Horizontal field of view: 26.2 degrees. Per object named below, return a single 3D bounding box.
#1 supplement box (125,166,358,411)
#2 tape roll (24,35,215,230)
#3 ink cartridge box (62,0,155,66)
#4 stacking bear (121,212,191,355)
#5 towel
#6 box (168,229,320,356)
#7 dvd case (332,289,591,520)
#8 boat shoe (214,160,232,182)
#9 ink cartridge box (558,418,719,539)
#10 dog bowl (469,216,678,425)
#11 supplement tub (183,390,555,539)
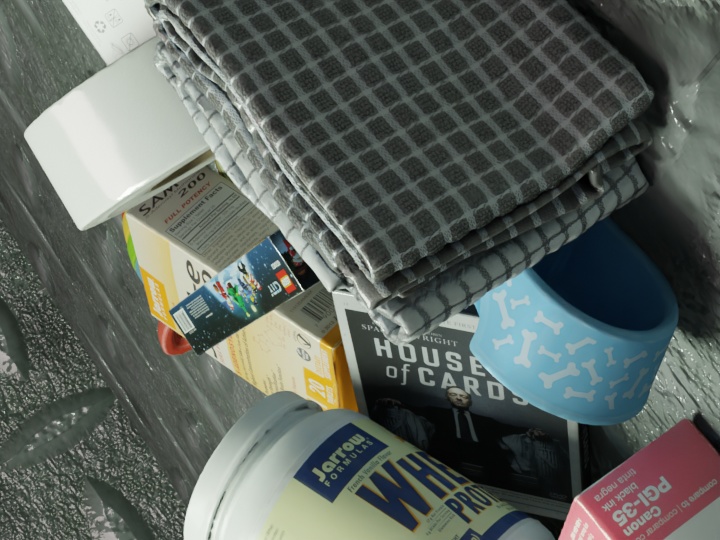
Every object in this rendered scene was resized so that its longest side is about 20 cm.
[{"bbox_3d":[-0.069,0.023,1.127,0.199,0.074,0.126,32,150,26],"label":"supplement box"},{"bbox_3d":[-0.106,-0.104,0.966,0.071,0.202,0.202,58,164,-4],"label":"tape roll"},{"bbox_3d":[-0.106,-0.208,0.939,0.199,0.039,0.100,-23,107,35],"label":"ink cartridge box"},{"bbox_3d":[-0.174,-0.044,1.448,0.201,0.121,0.114,59,167,23],"label":"stacking bear"},{"bbox_3d":[0.019,-0.084,0.705,0.200,0.165,0.086,50,156,25],"label":"towel"},{"bbox_3d":[-0.028,-0.015,0.952,0.038,0.136,0.200,57,154,-1],"label":"box"},{"bbox_3d":[0.067,0.082,0.962,0.149,0.025,0.201,10,142,19],"label":"dvd case"},{"bbox_3d":[-0.072,-0.070,1.189,0.201,0.063,0.074,76,177,-51],"label":"boat shoe"},{"bbox_3d":[0.198,0.200,0.829,0.200,0.082,0.147,52,162,22],"label":"ink cartridge box"},{"bbox_3d":[0.077,-0.013,0.766,0.200,0.111,0.050,51,128,26],"label":"dog bowl"},{"bbox_3d":[0.005,0.175,0.952,0.199,0.145,0.145,29,152,23],"label":"supplement tub"}]
